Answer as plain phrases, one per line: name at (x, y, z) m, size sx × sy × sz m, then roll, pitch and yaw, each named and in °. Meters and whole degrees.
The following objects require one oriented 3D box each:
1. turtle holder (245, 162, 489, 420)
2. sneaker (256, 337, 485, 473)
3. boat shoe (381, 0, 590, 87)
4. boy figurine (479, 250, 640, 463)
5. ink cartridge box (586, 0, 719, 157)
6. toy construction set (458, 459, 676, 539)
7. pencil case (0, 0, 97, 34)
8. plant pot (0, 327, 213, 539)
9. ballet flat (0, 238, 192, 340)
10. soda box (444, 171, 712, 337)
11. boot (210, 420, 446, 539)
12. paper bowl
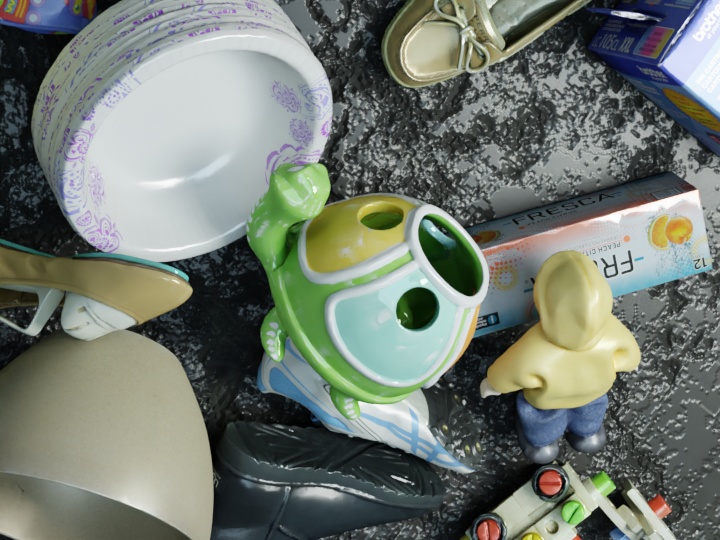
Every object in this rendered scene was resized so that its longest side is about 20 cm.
turtle holder at (0.007, -0.001, 1.267) m, size 0.131 × 0.141 × 0.186 m, roll -30°, pitch 91°, yaw 36°
sneaker at (0.010, 0.102, 1.366) m, size 0.199 × 0.072 × 0.072 m, roll 30°, pitch 129°, yaw -23°
boat shoe at (0.108, -0.194, 1.297) m, size 0.200 × 0.063 × 0.074 m, roll -26°, pitch 109°, yaw -4°
boy figurine at (0.147, 0.066, 1.326) m, size 0.123 × 0.065 × 0.201 m, roll -13°, pitch 141°, yaw -6°
ink cartridge box at (0.257, -0.145, 1.302) m, size 0.200 × 0.136 × 0.077 m, roll 37°, pitch 90°, yaw -18°
toy construction set at (0.154, 0.227, 1.409) m, size 0.200 × 0.092 × 0.131 m, roll -38°, pitch 85°, yaw -7°
pencil case at (-0.209, -0.257, 1.209) m, size 0.078 × 0.086 × 0.201 m, roll -12°, pitch 115°, yaw -53°
plant pot at (-0.189, 0.117, 1.276) m, size 0.199 × 0.200 × 0.135 m, roll 22°, pitch 65°, yaw -16°
ballet flat at (-0.204, 0.019, 1.243) m, size 0.069 × 0.199 × 0.063 m, roll 39°, pitch 65°, yaw -54°
soda box at (0.161, -0.013, 1.359) m, size 0.199 × 0.064 × 0.069 m, roll -15°, pitch 108°, yaw -6°
boot at (-0.051, 0.205, 1.373) m, size 0.199 × 0.077 × 0.169 m, roll 11°, pitch 117°, yaw -31°
paper bowl at (-0.127, -0.111, 1.225) m, size 0.199 × 0.105 × 0.201 m, roll -19°, pitch 141°, yaw -16°
